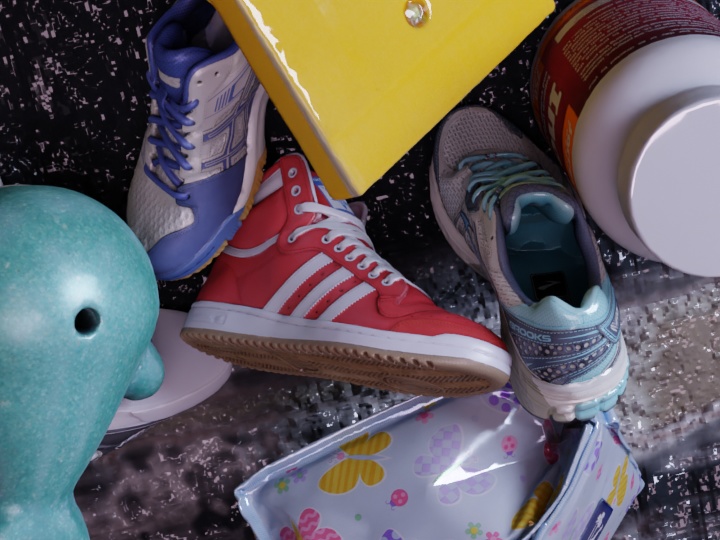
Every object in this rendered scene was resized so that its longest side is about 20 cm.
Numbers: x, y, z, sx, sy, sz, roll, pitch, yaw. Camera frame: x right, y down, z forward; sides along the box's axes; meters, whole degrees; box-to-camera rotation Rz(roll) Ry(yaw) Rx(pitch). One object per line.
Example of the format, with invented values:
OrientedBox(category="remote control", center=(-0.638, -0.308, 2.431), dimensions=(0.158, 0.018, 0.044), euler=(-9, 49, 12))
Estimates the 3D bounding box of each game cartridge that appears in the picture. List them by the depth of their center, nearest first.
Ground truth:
OrientedBox(category="game cartridge", center=(-0.005, -0.166, 0.829), dimensions=(0.176, 0.032, 0.200), euler=(-44, 112, -30))

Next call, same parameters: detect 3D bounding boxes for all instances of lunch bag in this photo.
OrientedBox(category="lunch bag", center=(0.057, 0.139, 0.913), dimensions=(0.199, 0.170, 0.128), euler=(-27, 67, 4))

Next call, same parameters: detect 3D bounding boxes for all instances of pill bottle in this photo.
OrientedBox(category="pill bottle", center=(0.154, -0.072, 0.836), dimensions=(0.112, 0.200, 0.114), euler=(-1, 110, -3))

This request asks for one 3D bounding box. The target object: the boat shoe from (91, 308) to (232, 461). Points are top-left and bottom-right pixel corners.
OrientedBox(category="boat shoe", center=(-0.167, 0.082, 0.946), dimensions=(0.199, 0.072, 0.068), euler=(-19, 145, -11))

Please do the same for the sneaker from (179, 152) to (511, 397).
OrientedBox(category="sneaker", center=(0.000, 0.000, 0.870), dimensions=(0.071, 0.199, 0.113), euler=(39, 65, -50))

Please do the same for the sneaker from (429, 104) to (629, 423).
OrientedBox(category="sneaker", center=(0.088, -0.025, 0.854), dimensions=(0.077, 0.201, 0.087), euler=(-17, 141, -6))

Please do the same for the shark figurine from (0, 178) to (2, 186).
OrientedBox(category="shark figurine", center=(-0.264, 0.002, 0.885), dimensions=(0.213, 0.090, 0.129), euler=(0, 94, -3))

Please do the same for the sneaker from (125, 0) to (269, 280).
OrientedBox(category="sneaker", center=(-0.087, -0.090, 0.863), dimensions=(0.075, 0.088, 0.201), euler=(29, 103, 30))

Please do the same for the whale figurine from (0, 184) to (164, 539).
OrientedBox(category="whale figurine", center=(-0.161, 0.058, 0.839), dimensions=(0.158, 0.104, 0.201), euler=(1, 92, -37))
